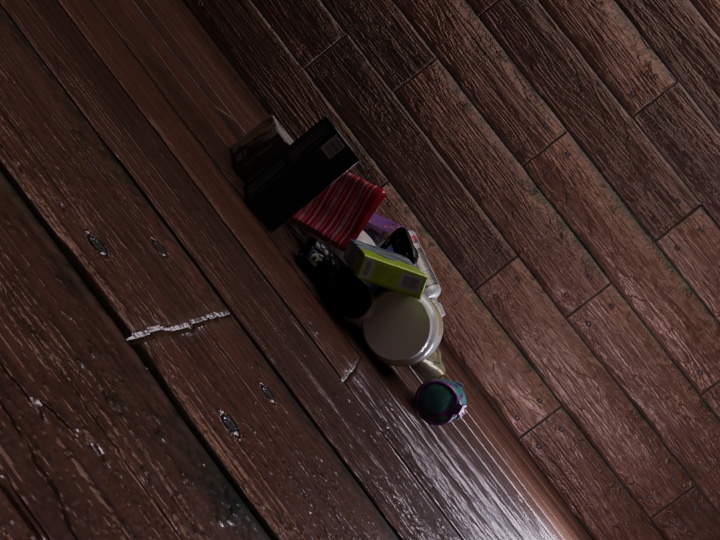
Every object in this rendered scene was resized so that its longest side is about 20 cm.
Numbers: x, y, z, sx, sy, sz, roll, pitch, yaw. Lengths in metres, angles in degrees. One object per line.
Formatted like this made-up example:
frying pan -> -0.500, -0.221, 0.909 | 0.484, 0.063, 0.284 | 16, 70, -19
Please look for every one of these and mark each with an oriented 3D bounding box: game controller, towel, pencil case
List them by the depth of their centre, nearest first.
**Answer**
pencil case -> 0.159, 0.253, 1.496 | 0.092, 0.086, 0.200 | 23, -2, 15
towel -> -0.062, -0.135, 1.515 | 0.199, 0.145, 0.022 | 29, -9, 26
game controller -> 0.044, 0.005, 1.568 | 0.042, 0.200, 0.105 | 11, 43, -41

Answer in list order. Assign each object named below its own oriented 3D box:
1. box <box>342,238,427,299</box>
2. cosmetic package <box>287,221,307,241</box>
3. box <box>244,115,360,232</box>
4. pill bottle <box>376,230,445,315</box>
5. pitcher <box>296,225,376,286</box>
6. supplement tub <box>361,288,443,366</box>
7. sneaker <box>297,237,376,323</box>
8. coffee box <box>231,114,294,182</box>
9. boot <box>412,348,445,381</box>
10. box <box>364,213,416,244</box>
box -> 0.039, -0.007, 1.382 | 0.121, 0.048, 0.200 | 19, 8, -12
cosmetic package -> -0.127, -0.132, 1.666 | 0.104, 0.073, 0.200 | 55, 4, 31
box -> -0.108, -0.175, 1.377 | 0.079, 0.200, 0.141 | 49, 6, -23
pill bottle -> 0.110, 0.023, 1.701 | 0.201, 0.110, 0.111 | 65, 7, 8
pitcher -> -0.045, -0.036, 1.581 | 0.200, 0.121, 0.172 | 47, -18, 29
supplement tub -> 0.079, 0.105, 1.450 | 0.145, 0.144, 0.200 | 53, 5, 10
sneaker -> -0.055, 0.011, 1.366 | 0.112, 0.073, 0.200 | 43, 3, -39
coffee box -> -0.190, -0.233, 1.549 | 0.080, 0.114, 0.200 | 50, 6, -23
boot -> 0.126, 0.177, 1.860 | 0.155, 0.072, 0.200 | 48, 6, -17
box -> 0.042, -0.071, 1.858 | 0.199, 0.039, 0.137 | 27, -36, 26
